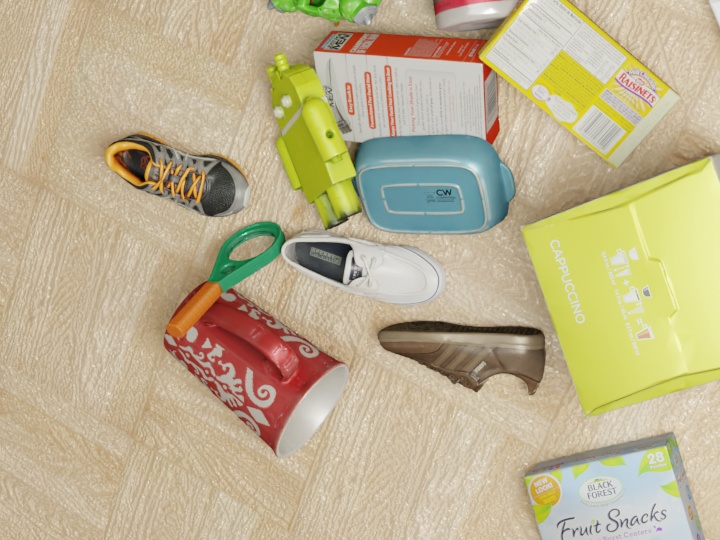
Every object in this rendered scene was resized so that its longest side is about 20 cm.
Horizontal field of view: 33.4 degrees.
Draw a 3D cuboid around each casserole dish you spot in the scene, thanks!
[{"bbox_3d":[0.075,-0.090,1.343,0.197,0.039,0.122,1,127,25],"label":"casserole dish"}]

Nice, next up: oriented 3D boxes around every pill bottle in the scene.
[{"bbox_3d":[0.123,-0.364,1.279,0.109,0.110,0.203,-5,95,22],"label":"pill bottle"}]

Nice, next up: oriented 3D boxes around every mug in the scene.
[{"bbox_3d":[-0.124,0.094,1.425,0.199,0.133,0.179,36,132,19],"label":"mug"}]

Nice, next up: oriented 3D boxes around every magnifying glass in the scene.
[{"bbox_3d":[-0.159,0.008,1.407,0.079,0.200,0.023,6,130,36],"label":"magnifying glass"}]

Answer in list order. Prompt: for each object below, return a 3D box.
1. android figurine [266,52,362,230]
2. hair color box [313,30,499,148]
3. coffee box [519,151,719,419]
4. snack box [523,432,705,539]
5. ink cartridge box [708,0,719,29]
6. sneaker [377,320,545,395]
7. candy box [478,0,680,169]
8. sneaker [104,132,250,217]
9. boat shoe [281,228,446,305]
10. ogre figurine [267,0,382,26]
[{"bbox_3d":[-0.058,-0.149,1.364,0.041,0.182,0.202,-22,90,-17],"label":"android figurine"},{"bbox_3d":[0.053,-0.200,1.335,0.197,0.064,0.112,8,126,20],"label":"hair color box"},{"bbox_3d":[0.301,0.009,1.207,0.198,0.197,0.202,-20,89,23],"label":"coffee box"},{"bbox_3d":[0.290,0.298,1.320,0.167,0.068,0.203,-18,88,24],"label":"snack box"},{"bbox_3d":[0.416,-0.327,1.198,0.161,0.050,0.202,-24,91,23],"label":"ink cartridge box"},{"bbox_3d":[0.112,0.102,1.366,0.197,0.070,0.077,2,99,23],"label":"sneaker"},{"bbox_3d":[0.229,-0.204,1.254,0.199,0.026,0.102,36,108,-16],"label":"candy box"},{"bbox_3d":[-0.228,-0.114,1.474,0.197,0.077,0.079,18,102,18],"label":"sneaker"},{"bbox_3d":[0.000,0.000,1.400,0.197,0.065,0.075,10,100,21],"label":"boat shoe"},{"bbox_3d":[-0.037,-0.344,1.357,0.197,0.098,0.122,15,91,8],"label":"ogre figurine"}]
